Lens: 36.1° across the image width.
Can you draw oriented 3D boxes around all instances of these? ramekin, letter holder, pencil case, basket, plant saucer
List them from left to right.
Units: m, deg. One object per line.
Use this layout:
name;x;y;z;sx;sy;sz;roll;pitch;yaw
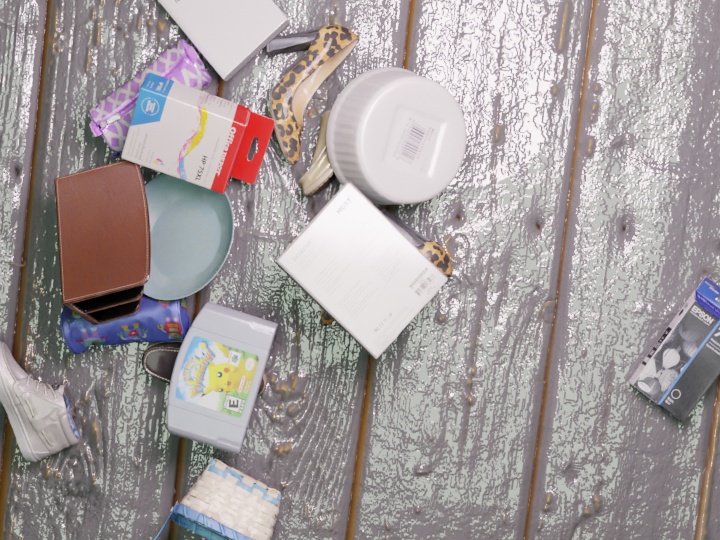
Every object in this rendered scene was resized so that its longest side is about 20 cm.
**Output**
letter holder;-0.357;-0.044;1.618;0.140;0.101;0.203;-14;67;9
pencil case;-0.353;0.078;1.682;0.196;0.088;0.079;-8;49;2
pencil case;-0.318;-0.262;1.655;0.199;0.085;0.084;-38;80;3
plant saucer;-0.271;-0.051;1.667;0.198;0.039;0.205;-5;76;20
basket;-0.211;0.403;1.651;0.175;0.139;0.202;29;64;1
ramekin;0.058;-0.191;1.596;0.197;0.097;0.204;-5;101;-23

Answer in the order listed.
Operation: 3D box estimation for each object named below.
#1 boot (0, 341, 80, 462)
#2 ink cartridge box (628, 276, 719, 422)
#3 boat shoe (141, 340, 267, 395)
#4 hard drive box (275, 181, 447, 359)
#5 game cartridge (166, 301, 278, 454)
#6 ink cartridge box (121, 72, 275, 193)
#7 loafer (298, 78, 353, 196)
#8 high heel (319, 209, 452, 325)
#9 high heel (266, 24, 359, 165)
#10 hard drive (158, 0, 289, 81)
boot;-0.502;0.188;1.704;0.094;0.074;0.203;-20;101;-2
ink cartridge box;0.502;0.118;1.663;0.099;0.039;0.201;34;94;1
boat shoe;-0.241;0.153;1.685;0.197;0.065;0.073;16;93;1
hard drive box;0.000;0.000;1.577;0.200;0.077;0.156;44;86;-3
game cartridge;-0.212;0.157;1.637;0.131;0.040;0.203;16;86;2
ink cartridge box;-0.234;-0.192;1.605;0.197;0.068;0.117;18;117;-9
loafer;-0.037;-0.201;1.655;0.068;0.076;0.201;35;85;1
high heel;0.038;0.026;1.652;0.142;0.071;0.201;34;85;7
high heel;-0.063;-0.265;1.647;0.140;0.071;0.204;-7;84;9
hard drive;-0.217;-0.403;1.657;0.132;0.027;0.201;-41;82;4
